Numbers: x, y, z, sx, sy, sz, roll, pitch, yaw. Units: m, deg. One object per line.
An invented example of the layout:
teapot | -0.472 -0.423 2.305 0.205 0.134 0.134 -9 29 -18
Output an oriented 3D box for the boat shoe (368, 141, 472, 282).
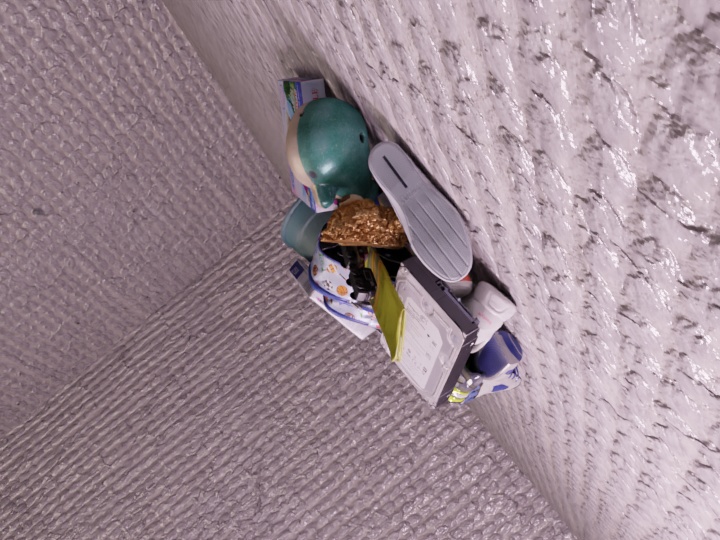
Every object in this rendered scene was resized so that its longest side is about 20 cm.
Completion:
boat shoe | 0.083 -0.079 0.866 0.202 0.073 0.067 61 -168 5

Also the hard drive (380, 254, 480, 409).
hard drive | 0.092 0.091 0.951 0.140 0.037 0.202 50 149 26

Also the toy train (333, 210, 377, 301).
toy train | -0.010 -0.029 1.024 0.202 0.045 0.034 -108 32 -45

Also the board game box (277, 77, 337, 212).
board game box | -0.091 -0.216 1.123 0.199 0.040 0.204 -137 39 -68

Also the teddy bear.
teddy bear | 0.028 -0.066 0.957 0.197 0.068 0.144 4 176 -33

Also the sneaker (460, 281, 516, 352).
sneaker | 0.161 0.076 0.984 0.078 0.100 0.200 40 175 11

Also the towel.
towel | 0.031 0.042 0.973 0.201 0.018 0.087 -113 23 -60

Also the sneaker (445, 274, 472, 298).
sneaker | 0.108 0.013 1.006 0.200 0.076 0.083 142 125 -63

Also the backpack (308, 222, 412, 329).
backpack | 0.000 0.000 1.216 0.188 0.156 0.201 23 -158 -8

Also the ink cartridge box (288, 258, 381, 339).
ink cartridge box | -0.048 0.072 1.384 0.200 0.043 0.196 43 179 -23

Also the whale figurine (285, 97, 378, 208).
whale figurine | -0.019 -0.157 0.971 0.102 0.161 0.200 -6 141 35

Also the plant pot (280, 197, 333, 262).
plant pot | -0.037 -0.059 1.439 0.197 0.199 0.201 49 176 24

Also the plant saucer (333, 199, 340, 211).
plant saucer | -0.057 -0.175 1.161 0.070 0.019 0.203 85 168 -60

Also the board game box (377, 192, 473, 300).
board game box | 0.110 -0.035 1.105 0.201 0.034 0.135 51 177 23

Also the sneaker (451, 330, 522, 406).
sneaker | 0.230 0.158 1.144 0.082 0.113 0.200 68 152 24

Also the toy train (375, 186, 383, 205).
toy train | -0.013 -0.153 1.215 0.117 0.084 0.200 62 176 -5

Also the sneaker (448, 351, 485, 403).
sneaker | 0.152 0.107 1.100 0.073 0.081 0.203 2 -119 -44
